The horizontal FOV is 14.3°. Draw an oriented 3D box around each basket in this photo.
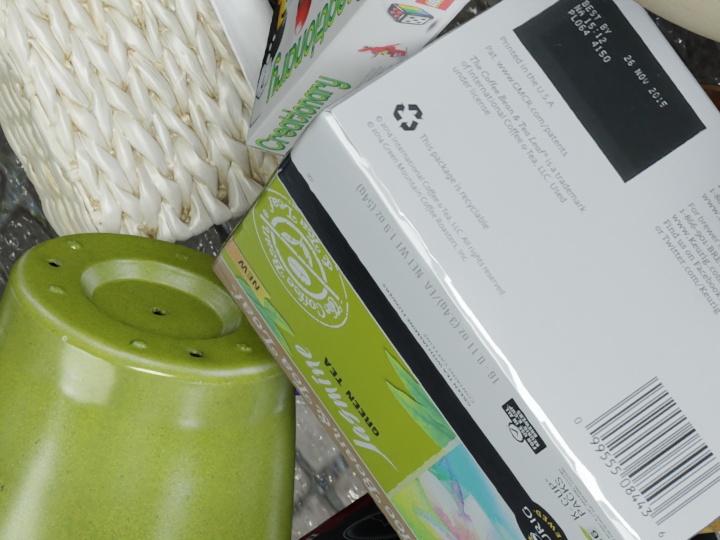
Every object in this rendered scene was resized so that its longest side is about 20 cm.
[{"bbox_3d":[-0.114,-0.108,1.355,0.200,0.123,0.136,63,167,-11],"label":"basket"}]

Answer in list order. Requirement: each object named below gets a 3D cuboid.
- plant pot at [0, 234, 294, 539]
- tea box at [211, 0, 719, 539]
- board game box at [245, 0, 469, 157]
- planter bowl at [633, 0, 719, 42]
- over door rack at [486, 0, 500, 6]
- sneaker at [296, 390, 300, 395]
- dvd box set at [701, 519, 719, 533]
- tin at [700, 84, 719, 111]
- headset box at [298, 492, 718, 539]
[{"bbox_3d":[-0.111,0.095,1.269,0.200,0.200,0.193,33,117,34],"label":"plant pot"},{"bbox_3d":[0.068,0.018,1.092,0.200,0.134,0.197,55,159,6],"label":"tea box"},{"bbox_3d":[0.007,-0.130,1.088,0.035,0.126,0.200,15,161,-13],"label":"board game box"},{"bbox_3d":[0.174,-0.145,0.923,0.135,0.200,0.200,33,151,-12],"label":"planter bowl"},{"bbox_3d":[-0.010,-0.209,1.222,0.148,0.067,0.200,11,140,50],"label":"over door rack"},{"bbox_3d":[0.000,0.000,1.294,0.081,0.083,0.200,38,148,11],"label":"sneaker"},{"bbox_3d":[0.150,0.035,1.170,0.200,0.029,0.146,-18,102,58],"label":"dvd box set"},{"bbox_3d":[0.123,-0.017,1.225,0.200,0.042,0.112,-11,104,56],"label":"tin"},{"bbox_3d":[0.049,0.145,1.360,0.200,0.149,0.077,-10,108,55],"label":"headset box"}]
